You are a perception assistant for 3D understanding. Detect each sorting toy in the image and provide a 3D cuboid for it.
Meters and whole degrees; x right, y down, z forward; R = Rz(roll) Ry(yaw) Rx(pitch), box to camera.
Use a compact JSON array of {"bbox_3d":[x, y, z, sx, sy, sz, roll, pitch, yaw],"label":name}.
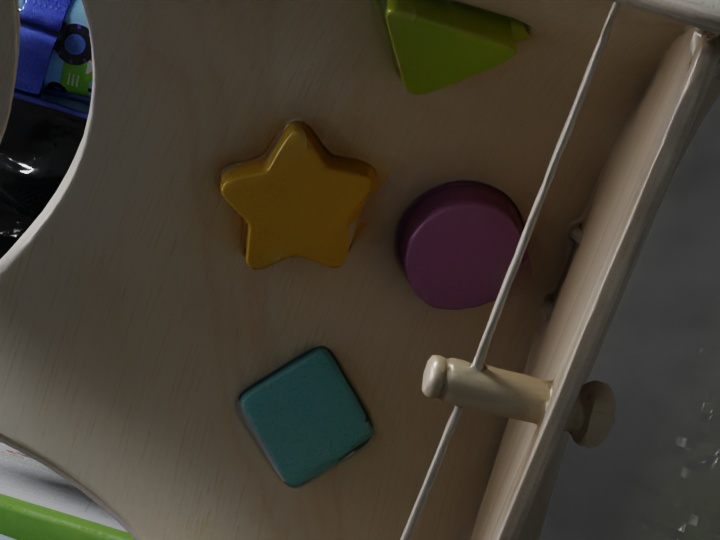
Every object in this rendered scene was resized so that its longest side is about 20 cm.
[{"bbox_3d":[-0.021,-0.011,0.556,0.107,0.179,0.201,-80,9,-65],"label":"sorting toy"}]

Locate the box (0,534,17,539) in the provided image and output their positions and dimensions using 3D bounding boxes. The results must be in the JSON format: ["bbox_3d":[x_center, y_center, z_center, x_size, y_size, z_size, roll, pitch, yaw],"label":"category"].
[{"bbox_3d":[-0.093,0.149,0.698,0.184,0.199,0.105,-143,72,-86],"label":"box"}]

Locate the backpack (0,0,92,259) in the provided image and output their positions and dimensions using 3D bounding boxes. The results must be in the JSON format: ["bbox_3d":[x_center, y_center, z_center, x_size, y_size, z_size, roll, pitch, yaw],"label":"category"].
[{"bbox_3d":[-0.038,-0.053,0.860,0.183,0.199,0.135,-75,6,-55],"label":"backpack"}]

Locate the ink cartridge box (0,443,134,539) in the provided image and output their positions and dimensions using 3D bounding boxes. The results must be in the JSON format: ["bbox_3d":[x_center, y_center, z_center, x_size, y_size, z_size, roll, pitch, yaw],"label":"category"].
[{"bbox_3d":[-0.103,0.115,0.889,0.200,0.147,0.076,-152,79,-87],"label":"ink cartridge box"}]
